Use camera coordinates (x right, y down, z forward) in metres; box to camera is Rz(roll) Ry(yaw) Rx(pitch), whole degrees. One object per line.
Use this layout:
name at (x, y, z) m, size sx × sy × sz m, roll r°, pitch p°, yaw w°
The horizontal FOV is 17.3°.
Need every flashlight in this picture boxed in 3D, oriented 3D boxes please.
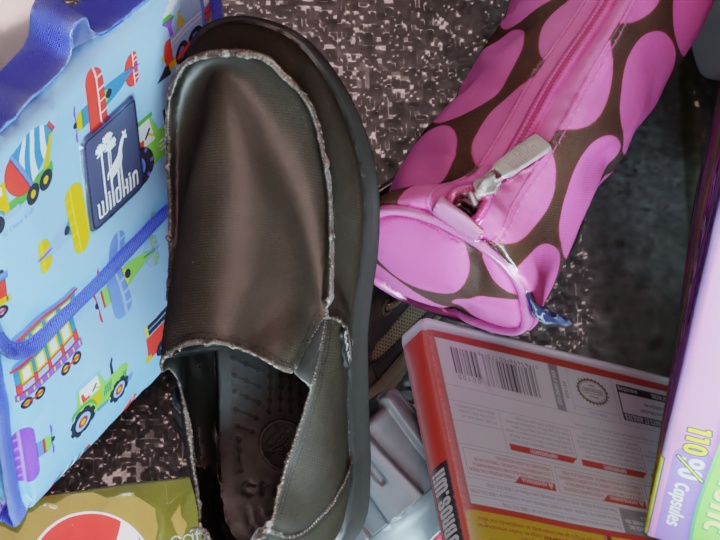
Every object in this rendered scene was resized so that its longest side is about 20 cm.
flashlight at (0.059, 0.134, 0.893) m, size 0.068 × 0.068 × 0.200 m, roll -39°, pitch 91°, yaw -21°

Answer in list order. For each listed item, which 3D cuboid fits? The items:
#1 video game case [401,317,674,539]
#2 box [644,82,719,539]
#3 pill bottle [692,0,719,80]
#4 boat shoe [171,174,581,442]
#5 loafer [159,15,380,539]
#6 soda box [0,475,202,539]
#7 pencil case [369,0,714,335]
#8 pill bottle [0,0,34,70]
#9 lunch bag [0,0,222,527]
video game case at (0.092, 0.117, 0.876) m, size 0.142 × 0.017 × 0.201 m, roll 15°, pitch 49°, yaw -33°
box at (0.177, -0.019, 0.897) m, size 0.096 × 0.177 × 0.201 m, roll 10°, pitch 44°, yaw 5°
pill bottle at (0.249, -0.118, 1.017) m, size 0.199 × 0.114 × 0.115 m, roll 5°, pitch 76°, yaw -7°
boat shoe at (0.000, 0.000, 0.963) m, size 0.200 × 0.074 × 0.074 m, roll -37°, pitch 127°, yaw -22°
loafer at (-0.034, 0.011, 0.833) m, size 0.073 × 0.071 × 0.201 m, roll -5°, pitch 97°, yaw 23°
soda box at (-0.075, 0.118, 0.940) m, size 0.199 × 0.064 × 0.068 m, roll -7°, pitch 79°, yaw -10°
pencil case at (0.077, -0.072, 0.900) m, size 0.090 × 0.094 × 0.201 m, roll 23°, pitch 66°, yaw 15°
pill bottle at (-0.220, -0.064, 0.933) m, size 0.199 × 0.120 × 0.120 m, roll -24°, pitch 81°, yaw -12°
lunch bag at (-0.114, -0.031, 0.874) m, size 0.094 × 0.201 × 0.151 m, roll 32°, pitch 54°, yaw 17°
